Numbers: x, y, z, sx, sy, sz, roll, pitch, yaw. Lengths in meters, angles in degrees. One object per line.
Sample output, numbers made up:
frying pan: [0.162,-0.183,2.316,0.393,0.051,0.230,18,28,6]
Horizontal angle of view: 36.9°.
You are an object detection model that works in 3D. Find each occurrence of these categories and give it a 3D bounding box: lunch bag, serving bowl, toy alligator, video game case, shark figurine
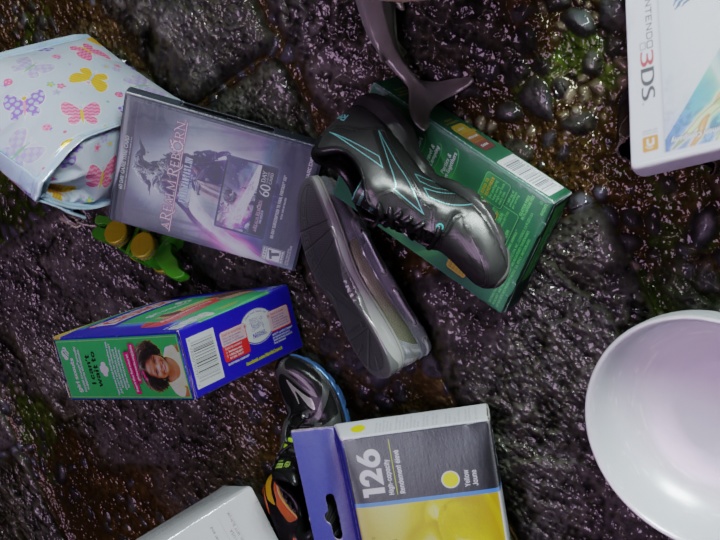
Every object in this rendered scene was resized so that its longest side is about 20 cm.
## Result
lunch bag: [-0.309,-0.144,1.111,0.169,0.199,0.128,34,125,20]
serving bowl: [0.282,0.120,0.860,0.198,0.066,0.203,15,117,31]
toy alligator: [-0.259,-0.046,1.213,0.198,0.059,0.055,25,80,29]
video game case: [-0.144,-0.088,1.066,0.197,0.019,0.144,15,121,-3]
video game case: [0.270,-0.171,0.718,0.198,0.022,0.185,-12,69,39]
shark figurine: [0.013,-0.229,0.908,0.127,0.089,0.218,5,109,37]

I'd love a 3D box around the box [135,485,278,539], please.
box: [-0.173,0.375,1.200,0.201,0.199,0.130,62,156,-2]

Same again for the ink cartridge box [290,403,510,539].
ink cartridge box: [0.043,0.240,1.050,0.197,0.047,0.201,-10,106,7]

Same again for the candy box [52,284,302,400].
candy box: [-0.191,0.076,1.131,0.198,0.168,0.078,-8,100,38]

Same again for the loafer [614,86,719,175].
loafer: [0.270,-0.096,0.765,0.198,0.072,0.073,1,136,43]

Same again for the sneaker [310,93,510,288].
sneaker: [0.040,-0.053,0.896,0.200,0.079,0.076,48,153,14]

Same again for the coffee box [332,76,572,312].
coffee box: [0.076,-0.070,0.952,0.199,0.044,0.124,35,126,20]

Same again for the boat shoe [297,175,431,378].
boat shoe: [0.001,0.000,1.034,0.204,0.064,0.074,63,150,5]

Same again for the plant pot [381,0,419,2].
plant pot: [0.056,-0.315,0.729,0.198,0.201,0.185,4,132,36]

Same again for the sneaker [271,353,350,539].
sneaker: [-0.054,0.185,1.117,0.070,0.082,0.203,-16,83,49]

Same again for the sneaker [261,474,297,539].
sneaker: [-0.041,0.305,1.188,0.202,0.070,0.090,59,146,2]
